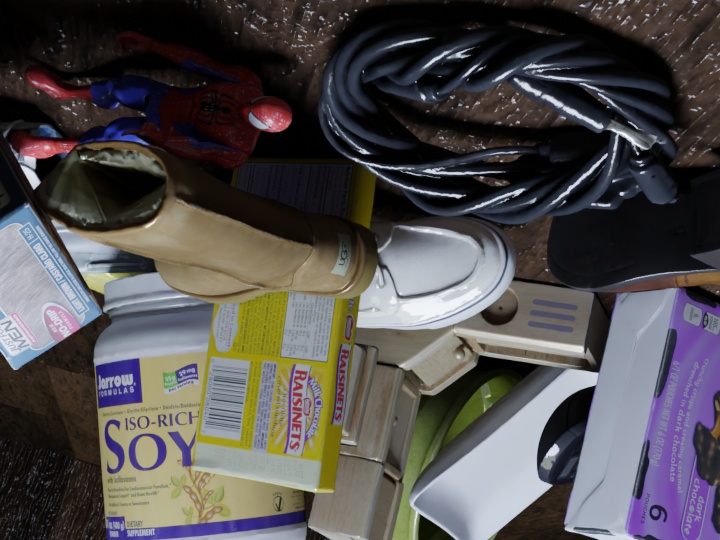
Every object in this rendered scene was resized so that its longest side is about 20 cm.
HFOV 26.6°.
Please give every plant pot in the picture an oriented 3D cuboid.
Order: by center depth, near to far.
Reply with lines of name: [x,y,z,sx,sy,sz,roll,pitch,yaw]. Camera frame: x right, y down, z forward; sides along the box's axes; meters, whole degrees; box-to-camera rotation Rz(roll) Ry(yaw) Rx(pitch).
plant pot: [0.028,0.156,1.376,0.183,0.202,0.200,18,168,29]

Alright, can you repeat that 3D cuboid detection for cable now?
cable: [0.060,-0.073,0.769,0.198,0.051,0.163,8,163,26]

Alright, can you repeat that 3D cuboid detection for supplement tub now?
supplement tub: [-0.116,0.106,1.089,0.143,0.203,0.145,-6,174,-1]

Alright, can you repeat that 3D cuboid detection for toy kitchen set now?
toy kitchen set: [0.059,0.096,1.068,0.178,0.203,0.163,8,164,21]

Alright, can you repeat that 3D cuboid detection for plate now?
plate: [0.136,0.142,1.261,0.032,0.199,0.200,51,-178,28]

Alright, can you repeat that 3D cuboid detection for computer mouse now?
computer mouse: [0.185,0.131,1.153,0.198,0.046,0.141,-12,139,-38]

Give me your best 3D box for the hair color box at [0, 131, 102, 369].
hair color box: [-0.221,-0.051,0.849,0.201,0.060,0.100,53,172,38]

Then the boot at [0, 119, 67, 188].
boot: [-0.254,-0.090,0.994,0.094,0.075,0.200,3,170,19]

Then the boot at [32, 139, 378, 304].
boot: [-0.106,-0.029,0.861,0.173,0.067,0.199,-2,169,35]

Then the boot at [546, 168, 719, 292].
boot: [0.228,-0.007,0.866,0.198,0.069,0.187,16,159,-32]

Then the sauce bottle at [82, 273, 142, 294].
sauce bottle: [-0.228,-0.029,1.160,0.198,0.067,0.066,23,162,-23]

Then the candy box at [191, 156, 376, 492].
candy box: [-0.048,0.030,0.948,0.101,0.203,0.026,5,174,33]

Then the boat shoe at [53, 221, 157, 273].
boat shoe: [-0.239,-0.009,1.092,0.198,0.073,0.070,-9,-174,-11]

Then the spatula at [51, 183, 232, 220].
spatula: [-0.161,-0.041,1.017,0.197,0.021,0.057,-4,164,-5]

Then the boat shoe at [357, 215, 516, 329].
boat shoe: [0.000,0.000,0.983,0.197,0.072,0.070,-4,169,23]

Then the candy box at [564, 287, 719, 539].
candy box: [0.253,0.124,1.044,0.198,0.170,0.071,22,165,-26]

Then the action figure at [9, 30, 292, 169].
action figure: [-0.131,-0.094,0.845,0.198,0.066,0.099,5,170,33]
